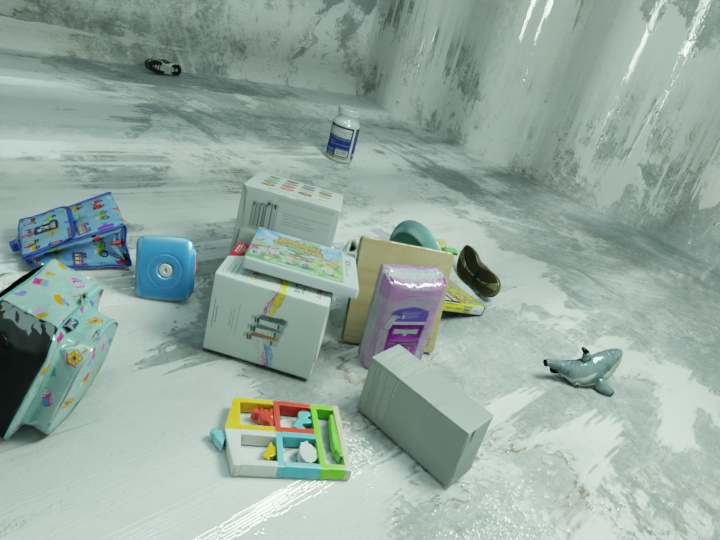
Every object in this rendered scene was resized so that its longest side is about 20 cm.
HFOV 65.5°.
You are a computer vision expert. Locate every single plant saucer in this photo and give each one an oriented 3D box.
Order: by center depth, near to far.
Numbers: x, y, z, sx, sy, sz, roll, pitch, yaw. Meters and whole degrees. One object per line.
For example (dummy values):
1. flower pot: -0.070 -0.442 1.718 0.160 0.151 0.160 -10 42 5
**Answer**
1. plant saucer: 0.116 -0.008 1.252 0.027 0.206 0.199 -17 39 -31

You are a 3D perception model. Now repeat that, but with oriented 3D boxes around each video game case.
1. video game case: -0.099 -0.018 0.986 0.194 0.023 0.183 16 18 -8
2. video game case: 0.183 0.040 1.356 0.178 0.026 0.199 10 23 -45

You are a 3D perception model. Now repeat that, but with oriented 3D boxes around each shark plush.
1. shark plush: 0.468 0.194 1.199 0.193 0.086 0.092 13 25 -11

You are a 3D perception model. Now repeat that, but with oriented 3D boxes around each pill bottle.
1. pill bottle: -0.063 -0.539 2.212 0.112 0.206 0.117 14 24 -6

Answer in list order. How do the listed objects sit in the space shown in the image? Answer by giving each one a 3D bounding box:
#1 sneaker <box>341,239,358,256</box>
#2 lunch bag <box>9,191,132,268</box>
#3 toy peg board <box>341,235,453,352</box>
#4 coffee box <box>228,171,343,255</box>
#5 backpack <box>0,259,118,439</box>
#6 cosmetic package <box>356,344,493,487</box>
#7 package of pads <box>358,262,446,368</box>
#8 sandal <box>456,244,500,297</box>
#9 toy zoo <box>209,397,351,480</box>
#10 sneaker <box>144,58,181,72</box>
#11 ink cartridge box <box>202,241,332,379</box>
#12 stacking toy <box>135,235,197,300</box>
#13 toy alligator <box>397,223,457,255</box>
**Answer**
1. sneaker: 0.000 0.000 1.286 0.073 0.089 0.200 1 31 -35
2. lunch bag: -0.558 -0.063 1.073 0.195 0.097 0.151 -15 38 -29
3. toy peg board: 0.065 0.042 1.133 0.193 0.206 0.098 9 9 -16
4. coffee box: -0.154 -0.072 1.171 0.193 0.206 0.198 15 16 -4
5. backpack: -0.408 0.092 0.726 0.150 0.178 0.201 26 19 -22
6. cosmetic package: 0.096 0.220 0.874 0.198 0.110 0.089 34 29 29
7. package of pads: 0.072 0.085 1.021 0.116 0.205 0.076 4 31 -18
8. sandal: 0.321 0.007 1.501 0.054 0.083 0.201 20 18 -33
9. toy zoo: -0.116 0.237 0.800 0.193 0.021 0.132 10 26 -17
10. sneaker: -0.965 -0.982 2.695 0.089 0.068 0.198 27 22 26
11. ink cartridge box: -0.151 0.067 0.977 0.194 0.149 0.146 17 23 -3
12. stacking toy: -0.371 -0.024 1.100 0.106 0.120 0.200 4 13 -14
13. toy alligator: 0.181 -0.071 1.598 0.195 0.060 0.055 25 66 16
